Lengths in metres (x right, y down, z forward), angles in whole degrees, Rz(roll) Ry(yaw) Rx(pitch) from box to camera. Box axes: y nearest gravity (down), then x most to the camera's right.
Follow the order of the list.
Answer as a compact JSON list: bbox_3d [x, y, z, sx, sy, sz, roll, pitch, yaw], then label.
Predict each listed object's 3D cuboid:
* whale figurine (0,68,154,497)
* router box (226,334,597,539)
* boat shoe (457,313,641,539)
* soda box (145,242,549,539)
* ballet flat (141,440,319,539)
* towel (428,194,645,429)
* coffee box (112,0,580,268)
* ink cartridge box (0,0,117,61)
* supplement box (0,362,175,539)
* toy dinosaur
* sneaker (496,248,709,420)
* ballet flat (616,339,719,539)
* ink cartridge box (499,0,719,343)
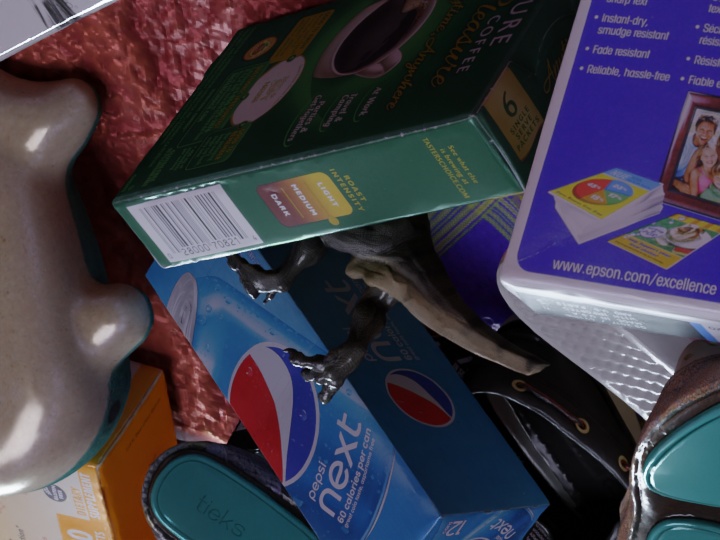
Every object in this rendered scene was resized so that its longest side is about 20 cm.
[{"bbox_3d":[-0.160,0.004,1.392,0.159,0.104,0.200,11,98,23],"label":"whale figurine"},{"bbox_3d":[0.050,0.124,1.403,0.200,0.062,0.150,47,148,-18],"label":"router box"},{"bbox_3d":[0.114,0.111,1.304,0.201,0.063,0.074,51,137,-9],"label":"boat shoe"},{"bbox_3d":[-0.009,0.049,1.274,0.200,0.068,0.064,54,126,31],"label":"soda box"},{"bbox_3d":[-0.014,0.145,1.385,0.200,0.072,0.072,38,142,-2],"label":"ballet flat"},{"bbox_3d":[0.089,0.007,1.300,0.200,0.023,0.144,39,142,-10],"label":"towel"},{"bbox_3d":[0.005,-0.066,1.197,0.200,0.123,0.044,-13,123,40],"label":"coffee box"},{"bbox_3d":[-0.142,-0.176,1.204,0.200,0.084,0.146,-19,120,46],"label":"ink cartridge box"},{"bbox_3d":[-0.195,0.092,1.529,0.200,0.074,0.126,14,138,21],"label":"supplement box"},{"bbox_3d":[0.000,0.000,1.215,0.088,0.200,0.047,-35,130,4],"label":"toy dinosaur"},{"bbox_3d":[0.157,0.027,1.202,0.200,0.105,0.075,42,152,-4],"label":"sneaker"},{"bbox_3d":[0.130,0.066,1.114,0.068,0.067,0.200,11,148,-6],"label":"ballet flat"},{"bbox_3d":[0.169,-0.067,1.054,0.198,0.200,0.043,10,166,26],"label":"ink cartridge box"}]
